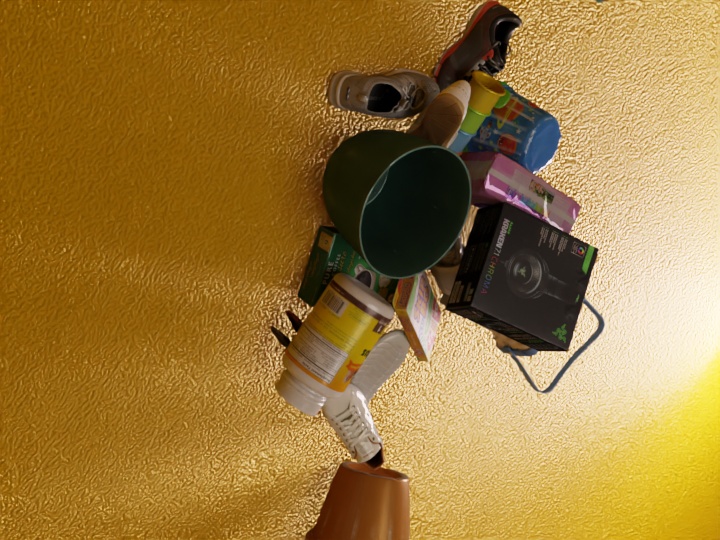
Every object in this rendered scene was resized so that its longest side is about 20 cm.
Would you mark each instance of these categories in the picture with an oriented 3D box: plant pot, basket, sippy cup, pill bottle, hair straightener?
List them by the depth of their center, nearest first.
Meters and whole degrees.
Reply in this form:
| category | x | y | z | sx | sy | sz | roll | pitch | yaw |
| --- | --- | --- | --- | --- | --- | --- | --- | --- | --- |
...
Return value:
| category | x | y | z | sx | sy | sz | roll | pitch | yaw |
| --- | --- | --- | --- | --- | --- | --- | --- | --- | --- |
| plant pot | 0.037 | -0.115 | 1.486 | 0.199 | 0.161 | 0.203 | -19 | 126 | -28 |
| pill bottle | -0.043 | 0.113 | 1.518 | 0.109 | 0.109 | 0.201 | 28 | 98 | -47 |
| hair straightener | -0.097 | 0.152 | 1.607 | 0.077 | 0.041 | 0.201 | -43 | 139 | -17 |
| sippy cup | 0.248 | -0.223 | 1.644 | 0.177 | 0.130 | 0.141 | -5 | 118 | -47 |
| basket | 0.310 | 0.083 | 1.722 | 0.176 | 0.139 | 0.200 | -45 | 104 | -16 |
| plant pot | 0.007 | 0.436 | 1.755 | 0.199 | 0.199 | 0.186 | 13 | 86 | -45 |

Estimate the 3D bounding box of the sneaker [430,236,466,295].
| category | x | y | z | sx | sy | sz | roll | pitch | yaw |
| --- | --- | --- | --- | --- | --- | --- | --- | --- | --- |
| sneaker | 0.134 | -0.026 | 1.657 | 0.115 | 0.074 | 0.202 | -74 | 157 | -56 |

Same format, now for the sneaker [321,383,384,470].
| category | x | y | z | sx | sy | sz | roll | pitch | yaw |
| --- | --- | --- | --- | --- | --- | --- | --- | --- | --- |
| sneaker | -0.004 | 0.259 | 1.670 | 0.072 | 0.085 | 0.201 | -32 | 135 | 1 |

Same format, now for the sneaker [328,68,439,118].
| category | x | y | z | sx | sy | sz | roll | pitch | yaw |
| --- | --- | --- | --- | --- | --- | --- | --- | --- | --- |
| sneaker | 0.049 | -0.249 | 1.487 | 0.198 | 0.082 | 0.076 | -11 | 119 | -39 |

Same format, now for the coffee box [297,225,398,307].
| category | x | y | z | sx | sy | sz | roll | pitch | yaw |
| --- | --- | --- | --- | --- | --- | --- | --- | --- | --- |
| coffee box | 0.000 | 0.000 | 1.604 | 0.198 | 0.044 | 0.125 | 4 | 109 | -45 |

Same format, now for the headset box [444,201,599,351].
| category | x | y | z | sx | sy | sz | roll | pitch | yaw |
| --- | --- | --- | --- | --- | --- | --- | --- | --- | --- |
| headset box | 0.259 | 0.016 | 1.588 | 0.198 | 0.093 | 0.176 | 25 | 77 | -18 |

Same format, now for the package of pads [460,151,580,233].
| category | x | y | z | sx | sy | sz | roll | pitch | yaw |
| --- | --- | --- | --- | --- | --- | --- | --- | --- | --- |
| package of pads | 0.243 | -0.121 | 1.632 | 0.198 | 0.120 | 0.076 | 27 | 85 | -29 |

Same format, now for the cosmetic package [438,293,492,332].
| category | x | y | z | sx | sy | sz | roll | pitch | yaw |
| --- | --- | --- | --- | --- | --- | --- | --- | --- | --- |
| cosmetic package | 0.238 | -0.001 | 1.792 | 0.103 | 0.087 | 0.202 | 24 | 94 | -48 |

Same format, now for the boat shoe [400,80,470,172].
| category | x | y | z | sx | sy | sz | roll | pitch | yaw |
| --- | --- | --- | --- | --- | --- | --- | --- | --- | --- |
| boat shoe | 0.115 | -0.211 | 1.529 | 0.070 | 0.071 | 0.200 | -53 | -177 | -35 |

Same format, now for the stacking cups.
| category | x | y | z | sx | sy | sz | roll | pitch | yaw |
| --- | --- | --- | --- | --- | --- | --- | --- | --- | --- |
| stacking cups | 0.146 | -0.210 | 1.572 | 0.060 | 0.061 | 0.201 | 3 | 132 | -43 |

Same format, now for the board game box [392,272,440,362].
| category | x | y | z | sx | sy | sz | roll | pitch | yaw |
| --- | --- | --- | --- | --- | --- | --- | --- | --- | --- |
| board game box | 0.093 | 0.062 | 1.660 | 0.201 | 0.030 | 0.097 | 61 | 40 | -54 |

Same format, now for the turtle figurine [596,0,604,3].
| category | x | y | z | sx | sy | sz | roll | pitch | yaw |
| --- | --- | --- | --- | --- | --- | --- | --- | --- | --- |
| turtle figurine | 0.351 | -0.502 | 1.626 | 0.199 | 0.100 | 0.152 | 3 | 110 | -49 |

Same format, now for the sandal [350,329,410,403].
| category | x | y | z | sx | sy | sz | roll | pitch | yaw |
| --- | --- | --- | --- | --- | --- | --- | --- | --- | --- |
| sandal | 0.005 | 0.170 | 1.698 | 0.082 | 0.050 | 0.204 | 23 | 110 | -42 |

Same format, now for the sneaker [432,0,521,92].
| category | x | y | z | sx | sy | sz | roll | pitch | yaw |
| --- | --- | --- | --- | --- | --- | --- | --- | --- | --- |
| sneaker | 0.180 | -0.322 | 1.569 | 0.077 | 0.082 | 0.202 | 23 | 97 | -47 |
